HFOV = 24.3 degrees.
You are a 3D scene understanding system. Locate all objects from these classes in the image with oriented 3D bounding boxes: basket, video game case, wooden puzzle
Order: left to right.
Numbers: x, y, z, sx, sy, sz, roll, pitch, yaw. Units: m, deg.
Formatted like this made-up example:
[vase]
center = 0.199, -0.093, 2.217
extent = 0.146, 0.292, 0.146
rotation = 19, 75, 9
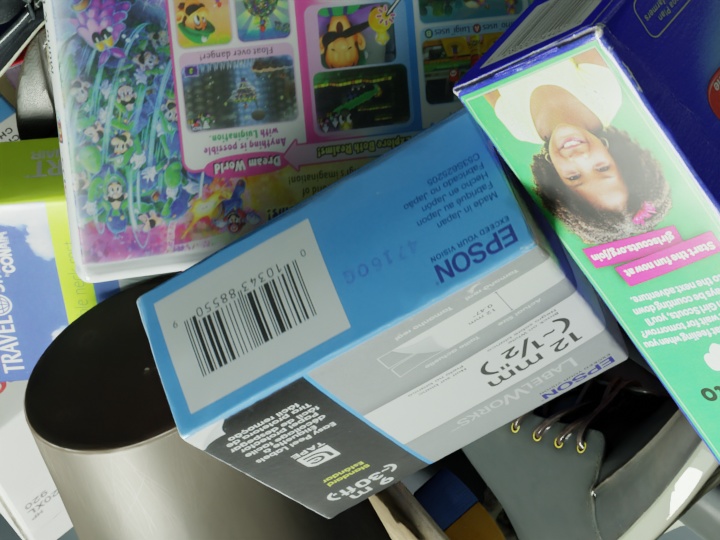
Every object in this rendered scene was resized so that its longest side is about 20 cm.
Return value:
[basket]
center = -0.064, 0.114, 0.773
extent = 0.135, 0.181, 0.201
rotation = -12, 127, 15
[video game case]
center = -0.020, -0.099, 0.634
extent = 0.024, 0.198, 0.184
rotation = -155, 58, -70
[wooden puzzle]
center = 0.022, 0.117, 0.911
extent = 0.201, 0.046, 0.185
rotation = 54, 171, 12

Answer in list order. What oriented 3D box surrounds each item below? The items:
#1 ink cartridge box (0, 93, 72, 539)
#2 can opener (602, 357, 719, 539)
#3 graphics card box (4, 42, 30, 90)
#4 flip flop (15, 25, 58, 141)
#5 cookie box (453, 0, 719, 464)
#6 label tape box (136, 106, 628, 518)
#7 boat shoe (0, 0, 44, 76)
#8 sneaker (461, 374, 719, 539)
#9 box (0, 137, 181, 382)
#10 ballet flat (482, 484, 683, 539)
[ink cartridge box]
center = -0.199, 0.024, 0.950
extent = 0.200, 0.147, 0.145
rotation = 43, 162, 25
[can opener]
center = 0.119, 0.072, 0.811
extent = 0.199, 0.052, 0.067
rotation = 33, 139, 34
[graphics card box]
center = -0.099, -0.054, 0.920
extent = 0.125, 0.051, 0.201
rotation = -7, 124, 49
[flip flop]
center = -0.100, -0.051, 0.817
extent = 0.080, 0.058, 0.200
rotation = -21, 134, 15
[cookie box]
center = 0.153, -0.041, 0.591
extent = 0.201, 0.171, 0.075
rotation = 52, 146, -15
[label tape box]
center = 0.025, 0.033, 0.654
extent = 0.200, 0.142, 0.067
rotation = 43, -160, -58
[boat shoe]
center = -0.182, -0.157, 0.849
extent = 0.075, 0.062, 0.200
rotation = 47, 125, 2
[sneaker]
center = 0.097, 0.069, 0.718
extent = 0.106, 0.075, 0.200
rotation = 51, 149, 12
[box]
center = -0.109, -0.007, 0.784
extent = 0.198, 0.048, 0.123
rotation = -5, 136, -3
[ballet flat]
center = 0.136, 0.114, 0.864
extent = 0.072, 0.072, 0.199
rotation = 51, 143, -14
